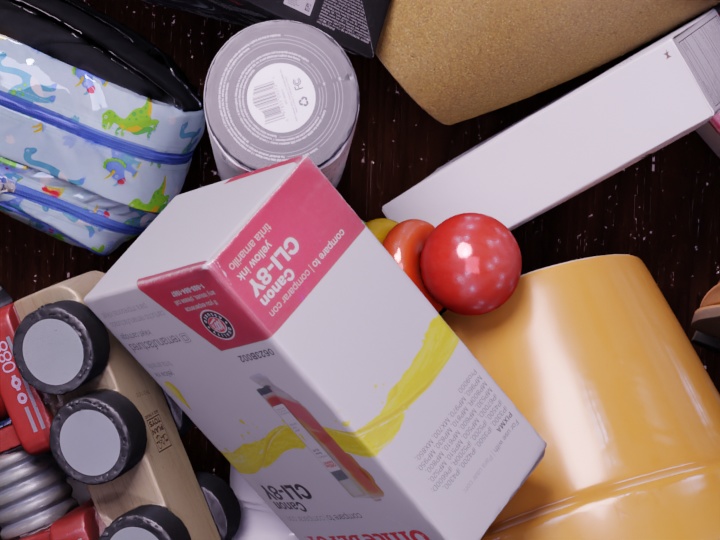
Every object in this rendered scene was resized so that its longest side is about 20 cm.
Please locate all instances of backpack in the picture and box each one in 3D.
[{"bbox_3d":[-0.185,-0.097,1.169,0.198,0.163,0.155,9,100,-8],"label":"backpack"}]

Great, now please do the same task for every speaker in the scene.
[{"bbox_3d":[-0.043,-0.077,1.139,0.080,0.200,0.082,0,86,-2],"label":"speaker"}]

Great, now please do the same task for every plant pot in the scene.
[{"bbox_3d":[0.124,0.098,1.163,0.198,0.200,0.185,-17,77,0],"label":"plant pot"},{"bbox_3d":[0.096,-0.179,1.164,0.200,0.186,0.187,-39,92,15],"label":"plant pot"}]

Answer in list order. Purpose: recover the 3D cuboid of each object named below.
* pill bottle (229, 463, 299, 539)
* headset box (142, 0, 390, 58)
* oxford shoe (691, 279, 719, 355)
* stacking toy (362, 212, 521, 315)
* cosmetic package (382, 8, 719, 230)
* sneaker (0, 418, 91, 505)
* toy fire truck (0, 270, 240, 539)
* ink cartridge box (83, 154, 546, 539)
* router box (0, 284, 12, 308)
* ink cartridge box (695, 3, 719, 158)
[{"bbox_3d":[-0.028,0.204,1.191,0.115,0.116,0.202,1,91,-1],"label":"pill bottle"},{"bbox_3d":[-0.098,-0.185,1.129,0.199,0.148,0.076,18,90,38],"label":"headset box"},{"bbox_3d":[0.222,0.013,1.148,0.071,0.200,0.072,23,88,1],"label":"oxford shoe"},{"bbox_3d":[0.000,0.000,1.152,0.199,0.085,0.086,-8,93,37],"label":"stacking toy"},{"bbox_3d":[0.113,-0.068,1.156,0.199,0.082,0.051,-29,91,32],"label":"cosmetic package"},{"bbox_3d":[-0.210,0.076,1.202,0.198,0.077,0.112,2,94,-2],"label":"sneaker"},{"bbox_3d":[-0.193,0.116,1.122,0.199,0.129,0.177,-21,93,20],"label":"toy fire truck"},{"bbox_3d":[-0.023,0.052,1.057,0.200,0.145,0.084,49,61,-16],"label":"ink cartridge box"},{"bbox_3d":[-0.268,-0.018,1.137,0.051,0.200,0.150,-38,93,4],"label":"router box"},{"bbox_3d":[0.286,-0.129,1.200,0.200,0.083,0.145,-42,91,2],"label":"ink cartridge box"}]
